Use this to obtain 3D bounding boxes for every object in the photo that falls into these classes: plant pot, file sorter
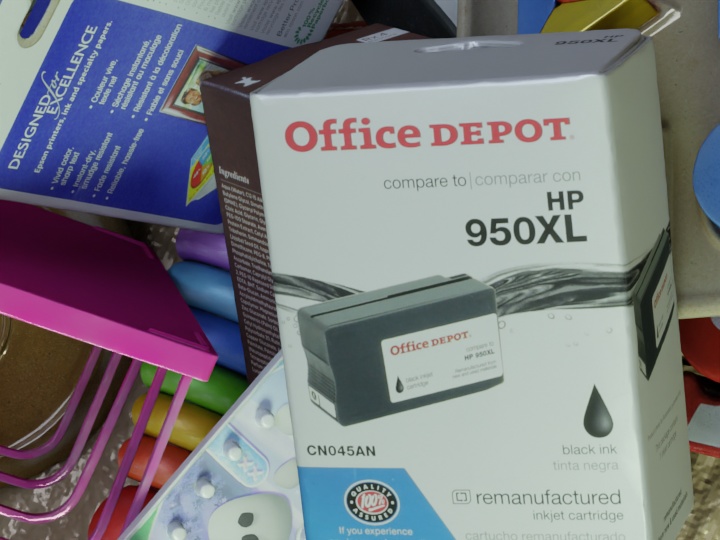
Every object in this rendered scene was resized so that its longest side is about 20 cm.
[{"bbox_3d":[-0.207,0.021,1.177,0.200,0.027,0.201,-2,104,-6],"label":"plant pot"},{"bbox_3d":[-0.166,0.045,1.065,0.139,0.200,0.126,20,99,-17],"label":"file sorter"}]

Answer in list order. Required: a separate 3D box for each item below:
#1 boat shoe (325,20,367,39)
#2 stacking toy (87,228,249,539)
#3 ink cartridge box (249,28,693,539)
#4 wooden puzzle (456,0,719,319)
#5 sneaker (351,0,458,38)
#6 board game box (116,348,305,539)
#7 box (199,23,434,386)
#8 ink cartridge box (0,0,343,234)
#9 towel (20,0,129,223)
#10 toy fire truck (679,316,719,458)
[{"bbox_3d":[-0.048,-0.093,1.142,0.200,0.063,0.071,-12,36,5],"label":"boat shoe"},{"bbox_3d":[-0.077,0.060,1.134,0.085,0.085,0.200,17,80,23],"label":"stacking toy"},{"bbox_3d":[0.046,0.013,0.927,0.144,0.084,0.200,-2,105,20],"label":"ink cartridge box"},{"bbox_3d":[0.131,-0.073,0.972,0.200,0.046,0.186,-4,74,21],"label":"wooden puzzle"},{"bbox_3d":[0.065,-0.147,1.109,0.200,0.121,0.084,64,150,21],"label":"sneaker"},{"bbox_3d":[0.005,0.135,1.033,0.200,0.200,0.026,-49,26,-9],"label":"board game box"},{"bbox_3d":[0.000,0.000,1.065,0.075,0.100,0.200,21,126,53],"label":"box"},{"bbox_3d":[-0.090,-0.118,1.013,0.047,0.200,0.198,40,109,36],"label":"ink cartridge box"},{"bbox_3d":[-0.132,-0.095,1.178,0.200,0.147,0.022,-36,29,13],"label":"towel"},{"bbox_3d":[0.167,-0.017,1.062,0.168,0.112,0.200,12,86,47],"label":"toy fire truck"}]
